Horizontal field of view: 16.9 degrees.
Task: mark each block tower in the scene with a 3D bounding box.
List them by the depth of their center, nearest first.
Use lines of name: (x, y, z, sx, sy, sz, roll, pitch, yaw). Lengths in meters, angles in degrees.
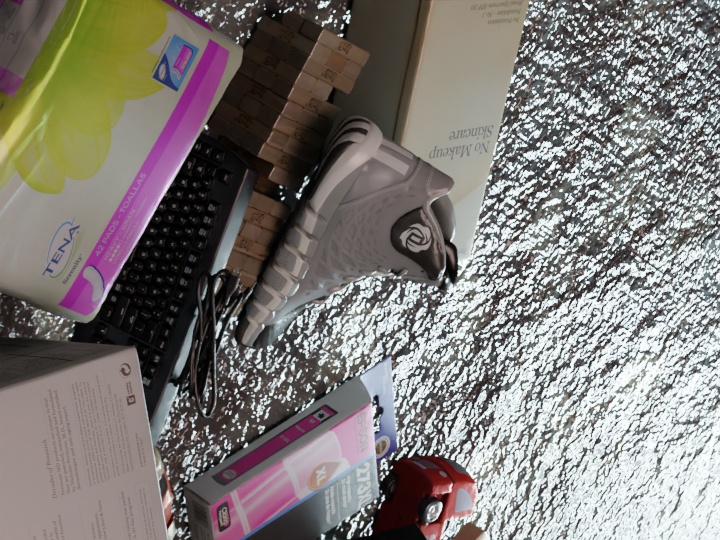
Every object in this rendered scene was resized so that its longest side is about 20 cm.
block tower: (-0.070, -0.066, 1.547, 0.058, 0.054, 0.200, 23, 97, -51)

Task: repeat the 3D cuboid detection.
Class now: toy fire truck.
toy fire truck: (0.060, 0.235, 1.893, 0.141, 0.049, 0.200, -3, 115, -47)

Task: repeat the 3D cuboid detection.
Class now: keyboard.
keyboard: (-0.121, 0.014, 1.500, 0.200, 0.104, 0.040, -69, 166, 12)

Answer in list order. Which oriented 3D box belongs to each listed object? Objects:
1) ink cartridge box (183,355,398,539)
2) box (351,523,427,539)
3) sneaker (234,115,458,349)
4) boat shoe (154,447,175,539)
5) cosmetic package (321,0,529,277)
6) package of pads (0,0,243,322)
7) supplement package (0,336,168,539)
ink cartridge box: (-0.039, 0.148, 1.741, 0.200, 0.037, 0.095, -33, 135, -32)
box: (-0.017, 0.305, 1.784, 0.164, 0.086, 0.200, -13, 125, -18)
sneaker: (0.000, 0.000, 1.574, 0.200, 0.115, 0.075, -58, -171, 40)
boat shoe: (-0.201, 0.178, 1.551, 0.200, 0.071, 0.063, -28, 126, -36)
cosmetic package: (0.038, -0.104, 1.628, 0.104, 0.073, 0.200, -12, 122, -43)
package of pads: (-0.175, -0.080, 1.411, 0.154, 0.068, 0.200, 28, 92, -53)
supplement package: (-0.237, 0.135, 1.383, 0.200, 0.151, 0.152, -17, 103, -41)
